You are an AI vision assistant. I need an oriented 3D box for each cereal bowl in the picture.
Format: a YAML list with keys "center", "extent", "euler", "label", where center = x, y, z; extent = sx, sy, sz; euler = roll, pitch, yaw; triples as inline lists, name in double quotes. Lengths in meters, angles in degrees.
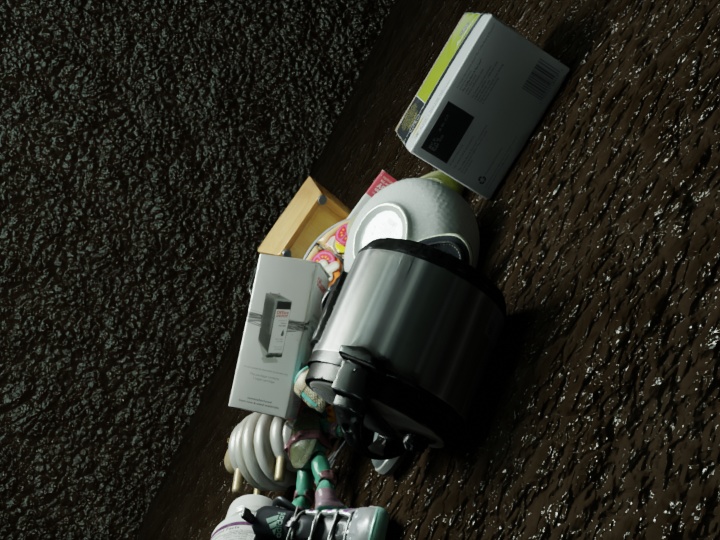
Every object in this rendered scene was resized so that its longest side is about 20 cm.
- center: [0.049, -0.028, 1.069]
  extent: [0.199, 0.083, 0.203]
  euler: [-20, 60, 39]
  label: "cereal bowl"

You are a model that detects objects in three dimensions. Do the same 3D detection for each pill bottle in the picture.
- center: [-0.155, 0.399, 1.114]
  extent: [0.113, 0.111, 0.201]
  euler: [-55, 13, 26]
  label: "pill bottle"

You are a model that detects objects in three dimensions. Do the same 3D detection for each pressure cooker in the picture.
- center: [0.039, 0.089, 0.843]
  extent: [0.178, 0.175, 0.202]
  euler: [-13, 49, 64]
  label: "pressure cooker"

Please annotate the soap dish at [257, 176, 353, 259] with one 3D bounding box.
- center: [-0.055, -0.040, 1.464]
  extent: [0.158, 0.199, 0.081]
  euler: [-54, 24, -3]
  label: "soap dish"

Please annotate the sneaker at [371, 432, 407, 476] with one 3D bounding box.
- center: [0.011, 0.134, 0.987]
  extent: [0.084, 0.120, 0.201]
  euler: [-51, 16, 39]
  label: "sneaker"

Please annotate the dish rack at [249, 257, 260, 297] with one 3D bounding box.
- center: [-0.117, 0.071, 1.504]
  extent: [0.054, 0.201, 0.154]
  euler: [-26, 20, 15]
  label: "dish rack"

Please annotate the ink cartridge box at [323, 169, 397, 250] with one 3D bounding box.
- center: [0.007, -0.045, 1.355]
  extent: [0.201, 0.083, 0.145]
  euler: [-54, -4, -6]
  label: "ink cartridge box"

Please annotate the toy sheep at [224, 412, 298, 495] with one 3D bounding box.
- center: [-0.129, 0.272, 1.273]
  extent: [0.198, 0.138, 0.139]
  euler: [-19, 34, 28]
  label: "toy sheep"

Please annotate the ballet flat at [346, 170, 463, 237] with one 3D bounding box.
- center: [0.073, -0.090, 1.207]
  extent: [0.198, 0.070, 0.069]
  euler: [-31, 6, -13]
  label: "ballet flat"

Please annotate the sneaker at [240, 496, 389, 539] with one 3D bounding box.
- center: [-0.063, 0.285, 0.910]
  extent: [0.200, 0.139, 0.078]
  euler: [-49, 16, 47]
  label: "sneaker"

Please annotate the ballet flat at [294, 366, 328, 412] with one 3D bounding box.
- center: [0.003, 0.136, 1.083]
  extent: [0.199, 0.075, 0.068]
  euler: [-20, -35, -44]
  label: "ballet flat"

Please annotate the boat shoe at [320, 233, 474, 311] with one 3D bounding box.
- center: [0.040, 0.015, 0.980]
  extent: [0.198, 0.076, 0.062]
  euler: [-22, -4, 18]
  label: "boat shoe"

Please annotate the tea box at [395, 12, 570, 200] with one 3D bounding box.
- center: [0.159, -0.233, 1.160]
  extent: [0.201, 0.133, 0.197]
  euler: [-58, 13, 14]
  label: "tea box"

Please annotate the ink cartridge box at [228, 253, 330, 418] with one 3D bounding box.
- center: [-0.104, 0.091, 1.127]
  extent: [0.147, 0.082, 0.203]
  euler: [65, -144, -80]
  label: "ink cartridge box"

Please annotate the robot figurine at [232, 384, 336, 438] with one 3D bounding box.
- center: [-0.081, 0.162, 1.225]
  extent: [0.147, 0.198, 0.058]
  euler: [-67, -22, -9]
  label: "robot figurine"

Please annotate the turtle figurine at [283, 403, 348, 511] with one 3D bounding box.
- center: [-0.050, 0.237, 1.090]
  extent: [0.202, 0.099, 0.150]
  euler: [-85, 19, -44]
  label: "turtle figurine"

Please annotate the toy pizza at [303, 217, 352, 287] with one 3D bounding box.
- center: [0.000, 0.000, 1.223]
  extent: [0.202, 0.198, 0.032]
  euler: [-66, -25, -21]
  label: "toy pizza"
